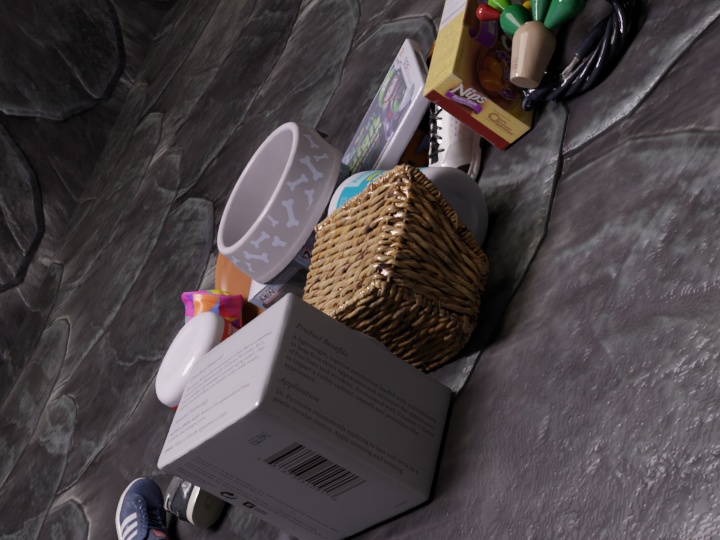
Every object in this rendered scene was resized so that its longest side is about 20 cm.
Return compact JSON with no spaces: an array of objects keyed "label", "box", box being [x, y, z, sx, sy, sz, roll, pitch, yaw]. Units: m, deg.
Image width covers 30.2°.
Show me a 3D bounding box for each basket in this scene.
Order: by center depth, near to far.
[{"label":"basket","box":[0.041,0.008,1.348,0.200,0.143,0.149,-35,36,54]}]

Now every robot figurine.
[{"label":"robot figurine","box":[0.089,-0.209,1.675,0.200,0.058,0.145,-62,21,-6]}]

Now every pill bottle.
[{"label":"pill bottle","box":[-0.115,0.136,1.454,0.112,0.200,0.113,-47,24,28]},{"label":"pill bottle","box":[0.038,-0.056,1.459,0.200,0.111,0.111,2,62,54]}]

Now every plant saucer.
[{"label":"plant saucer","box":[-0.136,0.018,1.758,0.200,0.037,0.200,4,95,53]}]

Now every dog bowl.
[{"label":"dog bowl","box":[-0.100,-0.085,1.567,0.200,0.059,0.200,-49,24,31]}]

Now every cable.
[{"label":"cable","box":[0.232,-0.270,1.446,0.163,0.051,0.200,-36,30,46]}]

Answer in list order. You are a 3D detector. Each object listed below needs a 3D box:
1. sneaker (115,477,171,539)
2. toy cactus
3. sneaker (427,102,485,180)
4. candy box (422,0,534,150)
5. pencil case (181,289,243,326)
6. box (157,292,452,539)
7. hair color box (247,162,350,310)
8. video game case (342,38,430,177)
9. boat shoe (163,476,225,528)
[{"label":"sneaker","box":[-0.267,0.342,1.702,0.085,0.075,0.200,-45,34,36]},{"label":"toy cactus","box":[0.187,-0.277,1.403,0.200,0.102,0.165,-1,70,50]},{"label":"sneaker","box":[0.102,-0.155,1.543,0.074,0.080,0.200,-18,46,56]},{"label":"candy box","box":[0.146,-0.246,1.516,0.056,0.117,0.200,-36,29,45]},{"label":"pencil case","box":[-0.197,0.125,1.733,0.088,0.088,0.200,179,96,-66]},{"label":"box","box":[-0.054,0.152,1.295,0.200,0.199,0.131,-35,30,47]},{"label":"hair color box","box":[-0.073,-0.047,1.624,0.099,0.061,0.200,-41,28,39]},{"label":"video game case","box":[0.028,-0.170,1.640,0.200,0.023,0.182,-61,16,22]},{"label":"boat shoe","box":[-0.181,0.217,1.657,0.068,0.072,0.200,11,70,42]}]
